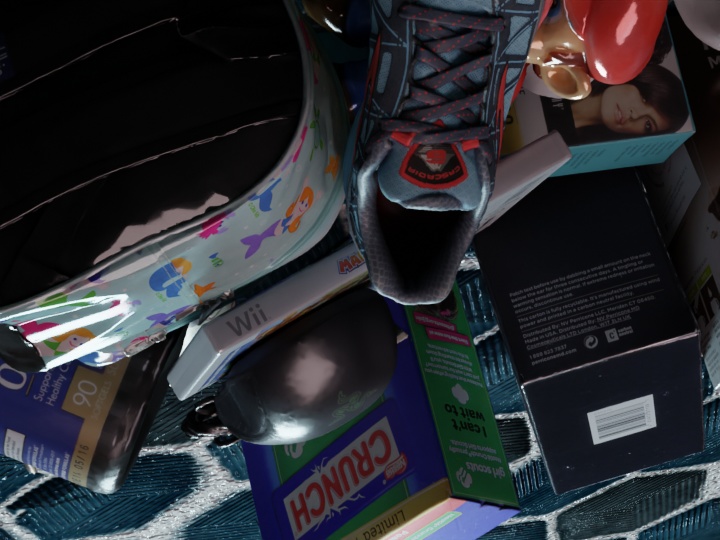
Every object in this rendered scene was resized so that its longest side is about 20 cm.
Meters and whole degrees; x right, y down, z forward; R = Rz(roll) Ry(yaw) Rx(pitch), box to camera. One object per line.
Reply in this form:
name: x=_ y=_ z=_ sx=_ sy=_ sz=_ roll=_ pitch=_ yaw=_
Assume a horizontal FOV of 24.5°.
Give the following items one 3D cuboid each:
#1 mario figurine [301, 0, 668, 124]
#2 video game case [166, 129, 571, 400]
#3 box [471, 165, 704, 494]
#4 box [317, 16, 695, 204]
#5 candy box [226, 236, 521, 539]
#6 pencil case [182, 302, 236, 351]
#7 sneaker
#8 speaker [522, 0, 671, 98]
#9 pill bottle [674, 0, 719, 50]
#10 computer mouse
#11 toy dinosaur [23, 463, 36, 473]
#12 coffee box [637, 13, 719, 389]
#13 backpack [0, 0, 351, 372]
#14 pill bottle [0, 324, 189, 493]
mario figurine: x=0.046 y=-0.122 z=0.752 sx=0.200 sy=0.124 sz=0.106 roll=-7 pitch=-159 yaw=41
video game case: x=0.000 y=0.000 z=0.831 sx=0.200 sy=0.018 sz=0.143 roll=-30 pitch=176 yaw=-18
box: x=0.131 y=0.012 z=1.010 sx=0.104 sy=0.182 sz=0.200 roll=-17 pitch=152 yaw=4
box: x=0.071 y=-0.091 z=0.886 sx=0.200 sy=0.082 sz=0.049 roll=-9 pitch=167 yaw=-14
candy box: x=0.001 y=0.097 z=1.078 sx=0.077 sy=0.200 sz=0.169 roll=13 pitch=141 yaw=-43
pencil case: x=-0.119 y=-0.006 z=0.960 sx=0.089 sy=0.078 sz=0.200 roll=12 pitch=152 yaw=6
sneaker: x=0.037 y=-0.067 z=0.664 sx=0.079 sy=0.096 sz=0.200 roll=3 pitch=134 yaw=-3
speaker: x=0.134 y=-0.170 z=0.786 sx=0.081 sy=0.081 sz=0.200 roll=4 pitch=147 yaw=-33
pill bottle: x=0.264 y=-0.155 z=0.840 sx=0.200 sy=0.116 sz=0.116 roll=4 pitch=147 yaw=-32
computer mouse: x=-0.022 y=0.058 z=0.866 sx=0.138 sy=0.053 sz=0.200 roll=-29 pitch=175 yaw=-11
toy dinosaur: x=-0.241 y=0.087 z=1.074 sx=0.135 sy=0.086 sz=0.200 roll=3 pitch=165 yaw=-12
coffee box: x=0.230 y=-0.046 z=0.933 sx=0.113 sy=0.200 sz=0.080 roll=-9 pitch=155 yaw=-13
backpack: x=-0.105 y=-0.060 z=0.763 sx=0.200 sy=0.178 sz=0.151 roll=-28 pitch=154 yaw=9
pill bottle: x=-0.201 y=0.033 z=0.882 sx=0.200 sy=0.112 sz=0.112 roll=22 pitch=146 yaw=-1
